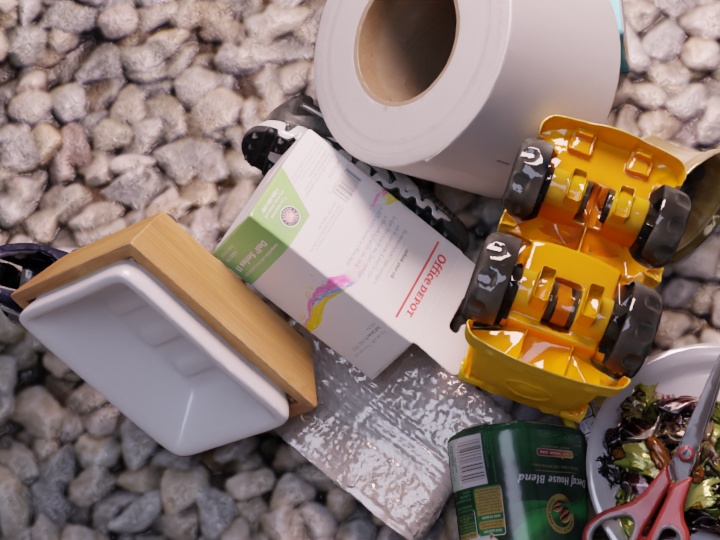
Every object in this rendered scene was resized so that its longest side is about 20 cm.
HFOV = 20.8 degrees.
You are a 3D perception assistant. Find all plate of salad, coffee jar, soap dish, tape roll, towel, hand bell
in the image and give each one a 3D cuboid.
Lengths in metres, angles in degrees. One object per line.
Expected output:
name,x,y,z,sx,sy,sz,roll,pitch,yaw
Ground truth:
plate of salad,0.269,0.146,1.462,0.200,0.048,0.200,0,70,0
coffee jar,0.123,0.216,1.460,0.085,0.104,0.200,-18,69,44
soap dish,-0.146,0.049,1.504,0.157,0.200,0.081,-21,35,43
tape roll,0.081,-0.165,1.522,0.203,0.139,0.203,-12,72,42
towel,0.009,0.107,1.555,0.200,0.034,0.133,38,84,18
hand bell,0.194,-0.102,1.567,0.104,0.104,0.200,-48,59,-5

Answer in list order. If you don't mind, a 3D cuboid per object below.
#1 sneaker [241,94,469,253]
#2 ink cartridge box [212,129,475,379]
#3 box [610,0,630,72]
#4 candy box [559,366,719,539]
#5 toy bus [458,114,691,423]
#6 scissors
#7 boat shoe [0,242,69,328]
sneaker,0.008,-0.083,1.592,0.200,0.066,0.091,29,48,1
ink cartridge box,0.000,0.000,1.518,0.200,0.067,0.117,39,46,-8
box,0.184,-0.266,1.608,0.049,0.082,0.200,-7,72,9
candy box,0.233,0.172,1.497,0.102,0.026,0.200,-22,71,-1
toy bus,0.151,0.013,1.475,0.136,0.192,0.200,19,68,2
scissors,0.238,0.148,1.432,0.073,0.014,0.200,37,92,13
boat shoe,-0.209,0.023,1.589,0.200,0.093,0.075,4,74,12
